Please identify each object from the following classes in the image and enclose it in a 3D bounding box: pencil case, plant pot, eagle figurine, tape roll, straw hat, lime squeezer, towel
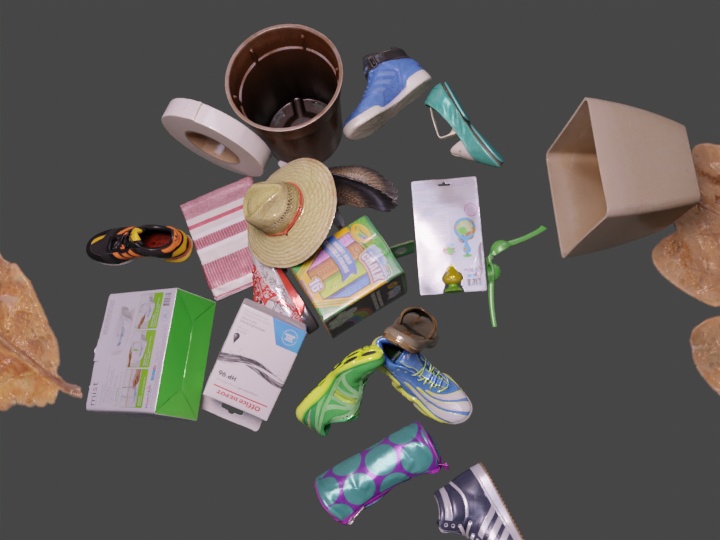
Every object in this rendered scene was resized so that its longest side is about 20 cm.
[{"bbox_3d":[0.032,0.320,1.185,0.199,0.085,0.093,-30,56,-3],"label":"pencil case"},{"bbox_3d":[-0.118,-0.290,1.333,0.198,0.198,0.202,-2,73,5],"label":"plant pot"},{"bbox_3d":[-0.040,-0.132,1.317,0.198,0.151,0.153,-20,56,11],"label":"eagle figurine"},{"bbox_3d":[0.433,-0.148,1.239,0.175,0.200,0.202,-2,72,-7],"label":"plant pot"},{"bbox_3d":[-0.253,-0.231,1.328,0.201,0.203,0.037,22,78,13],"label":"tape roll"},{"bbox_3d":[-0.141,-0.103,1.214,0.200,0.085,0.203,-14,67,35],"label":"straw hat"},{"bbox_3d":[0.244,-0.005,1.295,0.070,0.038,0.201,33,76,-17],"label":"lime squeezer"},{"bbox_3d":[-0.229,-0.058,1.367,0.143,0.023,0.201,-22,73,-3],"label":"towel"}]

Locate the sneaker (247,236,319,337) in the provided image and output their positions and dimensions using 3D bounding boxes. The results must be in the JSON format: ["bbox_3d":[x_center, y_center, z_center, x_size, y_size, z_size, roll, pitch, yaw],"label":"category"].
[{"bbox_3d":[-0.167,0.044,1.293,0.107,0.067,0.202,-33,84,-5],"label":"sneaker"}]

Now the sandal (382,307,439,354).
[{"bbox_3d":[0.086,0.087,1.194,0.080,0.200,0.054,24,98,13],"label":"sandal"}]

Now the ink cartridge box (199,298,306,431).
[{"bbox_3d":[-0.178,0.162,1.225,0.115,0.068,0.201,24,94,-7],"label":"ink cartridge box"}]

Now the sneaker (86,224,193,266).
[{"bbox_3d":[-0.405,-0.055,1.349,0.198,0.090,0.071,-1,72,6],"label":"sneaker"}]

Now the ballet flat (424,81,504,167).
[{"bbox_3d":[0.181,-0.248,1.364,0.070,0.067,0.201,-39,71,19],"label":"ballet flat"}]

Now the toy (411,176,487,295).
[{"bbox_3d":[0.152,-0.057,1.309,0.114,0.047,0.202,-4,76,2],"label":"toy"}]

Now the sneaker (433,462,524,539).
[{"bbox_3d":[0.185,0.407,1.146,0.108,0.070,0.201,-24,65,-6],"label":"sneaker"}]

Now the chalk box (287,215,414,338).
[{"bbox_3d":[0.000,0.000,1.269,0.199,0.125,0.124,-32,72,-5],"label":"chalk box"}]

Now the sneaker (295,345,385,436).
[{"bbox_3d":[-0.020,0.193,1.216,0.084,0.074,0.200,45,118,2],"label":"sneaker"}]

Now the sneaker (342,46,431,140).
[{"bbox_3d":[0.024,-0.334,1.392,0.200,0.077,0.111,-39,78,-11],"label":"sneaker"}]

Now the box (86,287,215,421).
[{"bbox_3d":[-0.347,0.140,1.244,0.175,0.096,0.202,-7,69,35],"label":"box"}]

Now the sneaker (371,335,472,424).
[{"bbox_3d":[0.093,0.174,1.212,0.199,0.105,0.076,34,79,16],"label":"sneaker"}]
